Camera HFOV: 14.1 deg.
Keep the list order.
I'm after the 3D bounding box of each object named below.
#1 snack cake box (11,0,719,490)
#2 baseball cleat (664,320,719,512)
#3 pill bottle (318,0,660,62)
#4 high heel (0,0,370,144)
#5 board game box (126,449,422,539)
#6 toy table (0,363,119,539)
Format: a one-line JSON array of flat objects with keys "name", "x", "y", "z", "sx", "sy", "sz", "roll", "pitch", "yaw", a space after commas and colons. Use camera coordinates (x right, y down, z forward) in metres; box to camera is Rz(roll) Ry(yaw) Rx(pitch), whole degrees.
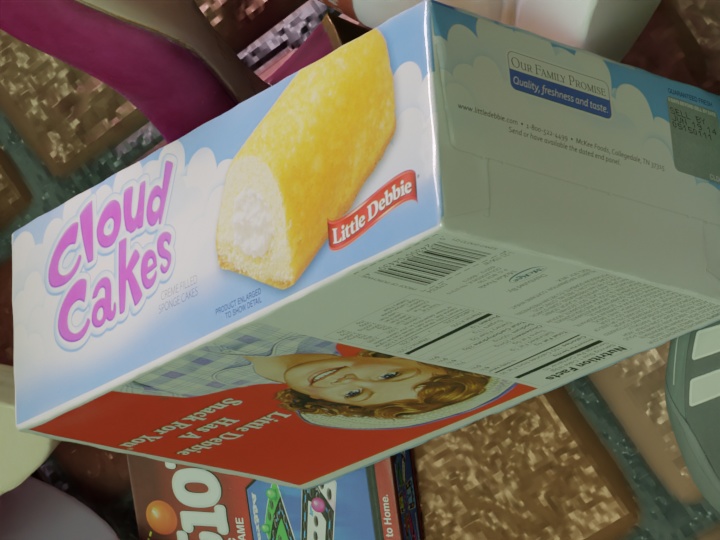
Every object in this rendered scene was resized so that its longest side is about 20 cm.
[{"name": "snack cake box", "x": 0.000, "y": 0.000, "z": 0.840, "sx": 0.200, "sy": 0.115, "sz": 0.068, "roll": -26, "pitch": 61, "yaw": 45}, {"name": "baseball cleat", "x": 0.132, "y": 0.015, "z": 0.810, "sx": 0.069, "sy": 0.107, "sz": 0.201, "roll": -7, "pitch": 129, "yaw": -11}, {"name": "pill bottle", "x": -0.002, "y": -0.135, "z": 0.835, "sx": 0.199, "sy": 0.112, "sz": 0.113, "roll": 30, "pitch": 119, "yaw": 14}, {"name": "high heel", "x": -0.078, "y": -0.057, "z": 0.875, "sx": 0.096, "sy": 0.199, "sz": 0.068, "roll": -46, "pitch": 46, "yaw": 28}, {"name": "board game box", "x": -0.024, "y": 0.120, "z": 0.993, "sx": 0.102, "sy": 0.019, "sz": 0.201, "roll": 1, "pitch": 108, "yaw": 27}, {"name": "toy table", "x": -0.175, "y": 0.071, "z": 0.969, "sx": 0.199, "sy": 0.184, "sz": 0.118, "roll": 2, "pitch": 126, "yaw": 13}]
